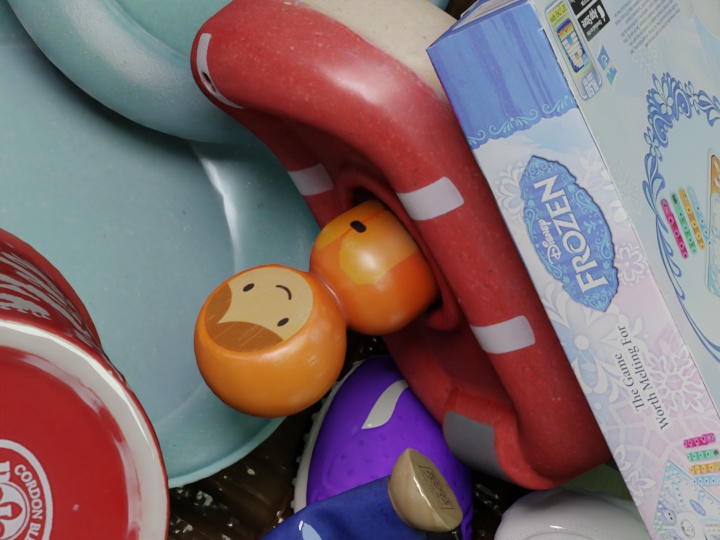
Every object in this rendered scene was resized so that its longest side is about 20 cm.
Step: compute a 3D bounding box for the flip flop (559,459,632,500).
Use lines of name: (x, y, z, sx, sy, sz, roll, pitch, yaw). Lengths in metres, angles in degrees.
flip flop: (0.140, 0.084, 1.040, 0.200, 0.058, 0.081, 30, 76, 23)

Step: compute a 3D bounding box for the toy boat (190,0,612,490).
toy boat: (0.000, 0.000, 0.945, 0.131, 0.130, 0.200, -35, 107, -16)

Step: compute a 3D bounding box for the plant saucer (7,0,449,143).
plant saucer: (-0.040, -0.146, 0.999, 0.200, 0.027, 0.201, -2, 94, -27)

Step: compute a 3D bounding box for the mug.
mug: (-0.112, 0.071, 0.823, 0.133, 0.200, 0.178, -37, 102, -8)

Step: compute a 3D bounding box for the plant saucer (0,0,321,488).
plant saucer: (-0.102, -0.014, 0.990, 0.200, 0.036, 0.200, 14, 64, -30)

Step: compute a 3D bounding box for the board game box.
board game box: (0.108, -0.018, 0.931, 0.199, 0.043, 0.200, 64, 26, -9)

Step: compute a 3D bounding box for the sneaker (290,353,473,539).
sneaker: (0.021, 0.125, 0.998, 0.069, 0.099, 0.201, 13, 74, -25)

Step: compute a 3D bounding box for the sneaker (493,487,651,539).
sneaker: (0.110, 0.169, 0.997, 0.200, 0.078, 0.099, 55, 28, -7)

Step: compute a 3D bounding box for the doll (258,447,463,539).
doll: (-0.050, 0.135, 0.938, 0.200, 0.048, 0.137, -33, 84, 9)
